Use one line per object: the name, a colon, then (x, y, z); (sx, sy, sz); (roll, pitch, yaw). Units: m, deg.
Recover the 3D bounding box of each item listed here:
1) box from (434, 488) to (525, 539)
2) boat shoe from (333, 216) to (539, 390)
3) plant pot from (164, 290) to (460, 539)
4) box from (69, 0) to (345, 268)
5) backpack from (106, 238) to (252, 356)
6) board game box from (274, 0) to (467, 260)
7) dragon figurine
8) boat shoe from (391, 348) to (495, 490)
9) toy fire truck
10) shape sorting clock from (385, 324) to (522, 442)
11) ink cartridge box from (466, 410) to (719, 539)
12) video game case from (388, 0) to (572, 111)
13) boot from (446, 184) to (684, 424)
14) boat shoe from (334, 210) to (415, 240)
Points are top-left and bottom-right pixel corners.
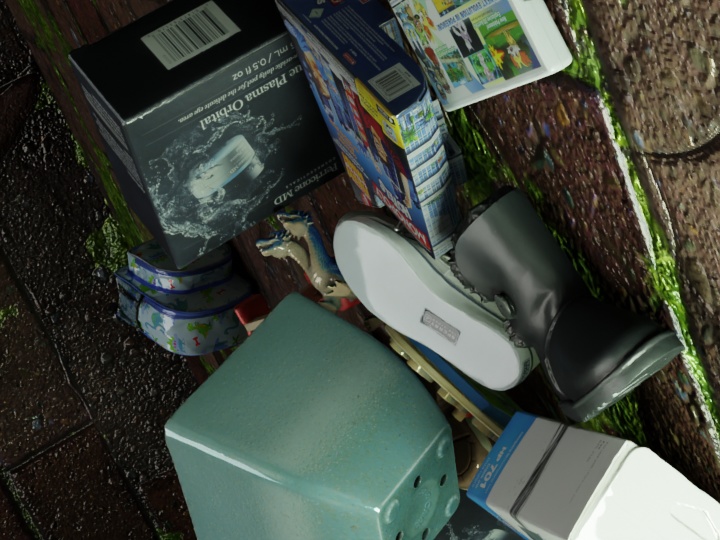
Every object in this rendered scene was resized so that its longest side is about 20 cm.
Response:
box: (0.121, 0.304, 1.399); (0.197, 0.199, 0.118); (41, 158, 52)
boat shoe: (0.065, 0.022, 1.226); (0.200, 0.065, 0.074); (41, 129, 16)
plant pot: (-0.024, 0.174, 1.341); (0.199, 0.196, 0.197); (20, 140, 30)
box: (-0.134, -0.143, 1.381); (0.118, 0.196, 0.201); (48, 162, 36)
backpack: (-0.262, 0.033, 2.274); (0.200, 0.182, 0.148); (34, 131, 42)
board game box: (0.023, -0.110, 1.181); (0.200, 0.061, 0.200); (51, 167, 42)
dragon figurine: (0.000, 0.000, 1.429); (0.059, 0.199, 0.100); (122, 151, -42)
boat shoe: (0.089, 0.143, 1.452); (0.075, 0.075, 0.203); (19, -152, -34)
toy fire truck: (-0.052, 0.027, 1.580); (0.049, 0.140, 0.200); (61, 167, -6)
shape sorting clock: (0.097, 0.115, 1.322); (0.200, 0.039, 0.200); (38, -175, -4)
ink cartridge box: (0.183, 0.182, 1.081); (0.146, 0.086, 0.200); (37, 172, -13)
video game case: (0.054, -0.201, 0.990); (0.183, 0.022, 0.200); (62, 166, -7)
boot: (0.132, 0.018, 1.035); (0.169, 0.076, 0.200); (55, 172, 7)
boat shoe: (0.040, -0.009, 1.319); (0.202, 0.074, 0.086); (46, 161, 38)
